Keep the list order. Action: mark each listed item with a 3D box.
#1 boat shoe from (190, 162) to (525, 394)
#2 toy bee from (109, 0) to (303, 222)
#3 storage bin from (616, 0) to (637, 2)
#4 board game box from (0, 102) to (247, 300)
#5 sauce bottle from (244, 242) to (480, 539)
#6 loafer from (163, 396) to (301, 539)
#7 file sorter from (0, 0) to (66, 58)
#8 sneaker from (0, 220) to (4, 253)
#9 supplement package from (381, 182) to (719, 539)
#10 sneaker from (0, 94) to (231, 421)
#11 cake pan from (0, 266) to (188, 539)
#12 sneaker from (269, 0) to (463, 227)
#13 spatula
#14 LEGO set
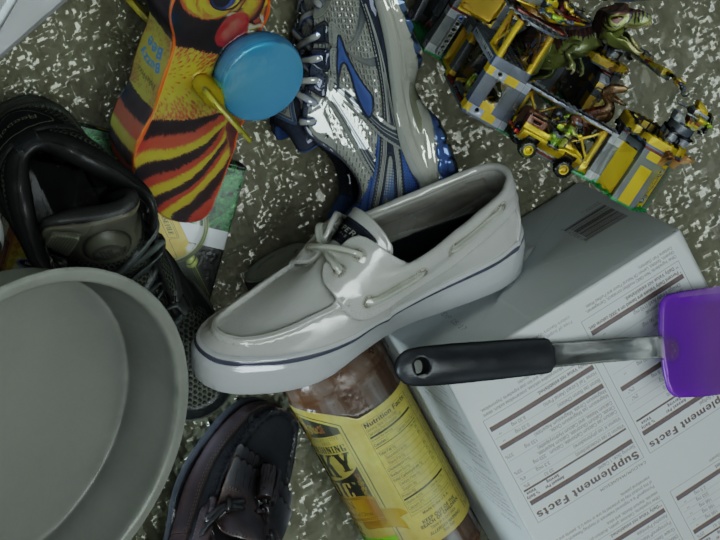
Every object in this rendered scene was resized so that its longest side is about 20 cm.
[{"bbox_3d":[0.000,0.000,1.287,0.200,0.072,0.066,-20,129,-20],"label":"boat shoe"},{"bbox_3d":[-0.085,-0.127,1.263,0.109,0.131,0.200,17,91,-38],"label":"toy bee"},{"bbox_3d":[0.165,-0.245,1.317,0.145,0.134,0.200,-37,110,-6],"label":"storage bin"},{"bbox_3d":[-0.169,-0.031,1.325,0.200,0.023,0.105,13,96,-19],"label":"board game box"},{"bbox_3d":[-0.002,0.078,1.377,0.065,0.065,0.200,-31,107,-8],"label":"sauce bottle"},{"bbox_3d":[-0.074,0.161,1.338,0.072,0.063,0.200,43,63,-37],"label":"loafer"},{"bbox_3d":[-0.177,-0.195,1.161,0.139,0.125,0.200,44,57,-2],"label":"file sorter"},{"bbox_3d":[-0.213,-0.099,1.234,0.115,0.076,0.201,-34,95,-51],"label":"sneaker"},{"bbox_3d":[0.129,0.084,1.368,0.151,0.152,0.200,-31,108,-8],"label":"supplement package"},{"bbox_3d":[-0.125,0.006,1.275,0.076,0.114,0.200,-31,111,-5],"label":"sneaker"},{"bbox_3d":[-0.172,0.084,1.206,0.200,0.037,0.201,-26,131,-34],"label":"cake pan"},{"bbox_3d":[-0.011,-0.103,1.329,0.085,0.077,0.200,-22,107,-7],"label":"sneaker"},{"bbox_3d":[0.114,0.042,1.261,0.200,0.021,0.057,-5,89,-12],"label":"spatula"},{"bbox_3d":[0.114,-0.131,1.295,0.154,0.200,0.116,30,107,-11],"label":"LEGO set"}]
